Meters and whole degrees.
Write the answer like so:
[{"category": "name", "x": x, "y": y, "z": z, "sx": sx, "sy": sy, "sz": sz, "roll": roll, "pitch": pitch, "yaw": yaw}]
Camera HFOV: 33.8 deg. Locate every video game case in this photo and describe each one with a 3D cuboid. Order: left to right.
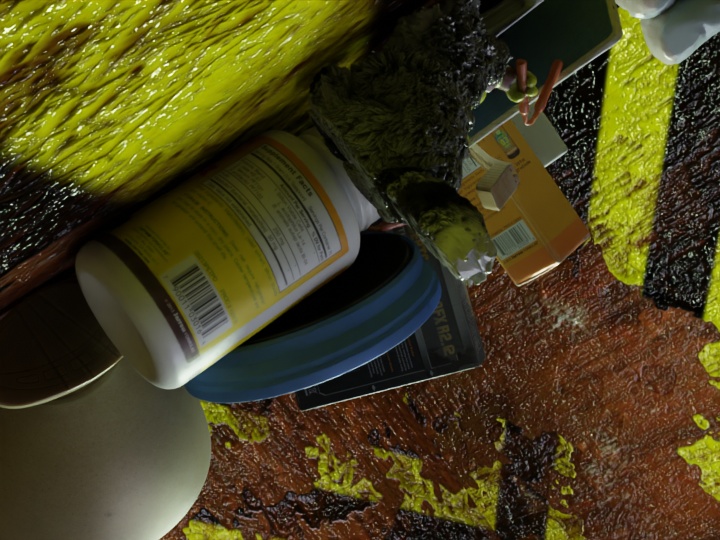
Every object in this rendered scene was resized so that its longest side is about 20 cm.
[{"category": "video game case", "x": 0.070, "y": -0.184, "z": 1.083, "sx": 0.182, "sy": 0.022, "sz": 0.200, "roll": -36, "pitch": -178, "yaw": -28}]

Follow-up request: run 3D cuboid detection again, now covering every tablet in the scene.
[{"category": "tablet", "x": 0.128, "y": -0.166, "z": 0.988, "sx": 0.200, "sy": 0.014, "sz": 0.130, "roll": -35, "pitch": -150, "yaw": 27}]

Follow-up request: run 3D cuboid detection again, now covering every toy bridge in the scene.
[{"category": "toy bridge", "x": 0.056, "y": -0.094, "z": 1.036, "sx": 0.200, "sy": 0.027, "sz": 0.067, "roll": 12, "pitch": -127, "yaw": 44}]

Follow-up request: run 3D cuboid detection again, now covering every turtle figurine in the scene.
[{"category": "turtle figurine", "x": 0.064, "y": -0.123, "z": 0.861, "sx": 0.200, "sy": 0.064, "sz": 0.161, "roll": -39, "pitch": 159, "yaw": -5}]

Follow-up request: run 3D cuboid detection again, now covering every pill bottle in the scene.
[{"category": "pill bottle", "x": -0.077, "y": -0.019, "z": 0.778, "sx": 0.200, "sy": 0.109, "sz": 0.109, "roll": -35, "pitch": -179, "yaw": -23}]

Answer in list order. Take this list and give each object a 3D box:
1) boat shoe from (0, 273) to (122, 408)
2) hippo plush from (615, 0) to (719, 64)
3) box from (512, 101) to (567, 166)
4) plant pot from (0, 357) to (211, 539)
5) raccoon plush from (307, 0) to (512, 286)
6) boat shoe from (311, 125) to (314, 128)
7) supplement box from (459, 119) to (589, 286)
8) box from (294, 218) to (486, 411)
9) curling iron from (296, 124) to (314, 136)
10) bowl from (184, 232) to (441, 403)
[{"category": "boat shoe", "x": -0.188, "y": 0.034, "z": 0.837, "sx": 0.200, "sy": 0.071, "sz": 0.065, "roll": -38, "pitch": -178, "yaw": -35}, {"category": "hippo plush", "x": 0.295, "y": -0.294, "z": 1.048, "sx": 0.200, "sy": 0.159, "sz": 0.161, "roll": -21, "pitch": -148, "yaw": 0}, {"category": "box", "x": 0.118, "y": -0.146, "z": 1.394, "sx": 0.200, "sy": 0.152, "sz": 0.106, "roll": -34, "pitch": -178, "yaw": 10}, {"category": "plant pot", "x": -0.222, "y": 0.107, "z": 0.913, "sx": 0.200, "sy": 0.200, "sz": 0.135, "roll": -36, "pitch": 146, "yaw": -28}, {"category": "raccoon plush", "x": 0.063, "y": -0.083, "z": 0.706, "sx": 0.134, "sy": 0.200, "sz": 0.097, "roll": -36, "pitch": 148, "yaw": -5}, {"category": "boat shoe", "x": -0.007, "y": -0.110, "z": 0.904, "sx": 0.200, "sy": 0.073, "sz": 0.063, "roll": -43, "pitch": -141, "yaw": -17}, {"category": "supplement box", "x": 0.127, "y": -0.089, "z": 1.121, "sx": 0.067, "sy": 0.200, "sz": 0.069, "roll": -36, "pitch": -177, "yaw": -42}, {"category": "box", "x": 0.000, "y": 0.000, "z": 0.976, "sx": 0.158, "sy": 0.200, "sz": 0.048, "roll": -16, "pitch": -177, "yaw": 13}, {"category": "curling iron", "x": -0.068, "y": -0.080, "z": 0.932, "sx": 0.200, "sy": 0.026, "sz": 0.050, "roll": -36, "pitch": 179, "yaw": -14}, {"category": "bowl", "x": -0.041, "y": 0.028, "z": 0.858, "sx": 0.200, "sy": 0.039, "sz": 0.201, "roll": -18, "pitch": -162, "yaw": 6}]
